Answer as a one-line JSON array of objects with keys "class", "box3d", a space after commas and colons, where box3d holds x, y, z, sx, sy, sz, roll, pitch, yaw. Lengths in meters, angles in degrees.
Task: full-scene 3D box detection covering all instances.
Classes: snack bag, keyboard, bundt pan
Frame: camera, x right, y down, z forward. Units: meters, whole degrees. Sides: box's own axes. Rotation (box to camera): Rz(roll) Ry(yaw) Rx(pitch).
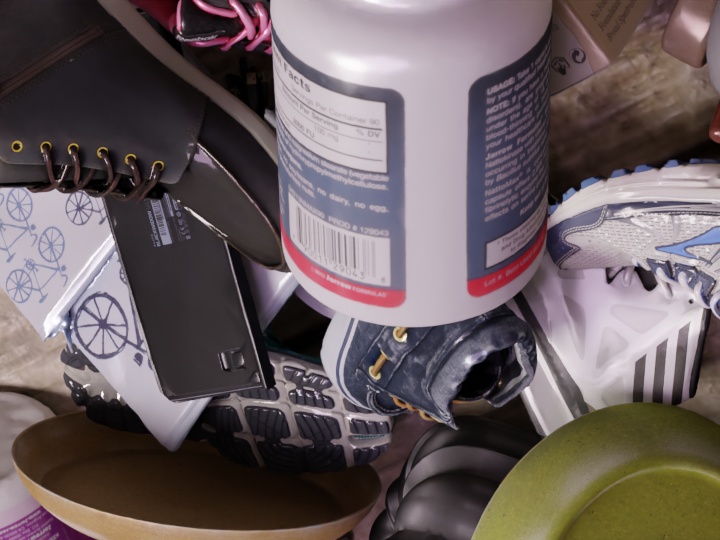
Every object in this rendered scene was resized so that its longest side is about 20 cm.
[{"class": "snack bag", "box3d": [-0.119, -0.026, 1.469, 0.200, 0.021, 0.189, 48, 123, 14]}, {"class": "keyboard", "box3d": [-0.078, -0.036, 1.419, 0.127, 0.021, 0.201, -10, 100, 39]}, {"class": "bundt pan", "box3d": [0.037, 0.162, 1.471, 0.075, 0.202, 0.202, 25, 135, -1]}]

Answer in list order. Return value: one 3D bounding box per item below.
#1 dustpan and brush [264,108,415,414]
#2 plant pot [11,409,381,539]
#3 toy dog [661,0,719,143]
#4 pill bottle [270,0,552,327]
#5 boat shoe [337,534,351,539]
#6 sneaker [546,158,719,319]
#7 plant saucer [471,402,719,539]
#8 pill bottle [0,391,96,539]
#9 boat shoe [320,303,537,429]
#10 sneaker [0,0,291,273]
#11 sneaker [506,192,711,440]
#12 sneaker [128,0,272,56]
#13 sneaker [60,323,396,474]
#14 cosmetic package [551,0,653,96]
[{"class": "dustpan and brush", "box3d": [0.000, 0.000, 1.467, 0.139, 0.057, 0.201, 21, 130, 39]}, {"class": "plant pot", "box3d": [-0.088, 0.116, 1.515, 0.199, 0.200, 0.028, 13, 106, 21]}, {"class": "toy dog", "box3d": [0.188, -0.130, 1.223, 0.131, 0.096, 0.201, 12, 131, 21]}, {"class": "pill bottle", "box3d": [0.022, -0.087, 1.194, 0.119, 0.120, 0.201, 15, 132, 18]}, {"class": "boat shoe", "box3d": [-0.032, 0.170, 1.548, 0.057, 0.200, 0.067, 16, 99, -2]}, {"class": "sneaker", "box3d": [0.168, -0.009, 1.283, 0.199, 0.077, 0.086, -8, 84, 39]}, {"class": "plant saucer", "box3d": [0.140, 0.166, 1.387, 0.200, 0.200, 0.031, 56, 161, -20]}, {"class": "pill bottle", "box3d": [-0.205, 0.181, 1.692, 0.112, 0.112, 0.201, 4, 128, 27]}, {"class": "boat shoe", "box3d": [0.033, 0.045, 1.369, 0.091, 0.071, 0.200, 58, 165, 20]}, {"class": "sneaker", "box3d": [-0.115, -0.050, 1.336, 0.200, 0.106, 0.075, 43, 151, -1]}, {"class": "sneaker", "box3d": [0.112, -0.015, 1.396, 0.115, 0.076, 0.201, -19, 110, 18]}, {"class": "sneaker", "box3d": [-0.051, -0.128, 1.364, 0.199, 0.096, 0.079, 25, 131, 8]}, {"class": "sneaker", "box3d": [-0.066, 0.050, 1.527, 0.199, 0.080, 0.078, 15, 131, 25]}, {"class": "cosmetic package", "box3d": [0.046, -0.181, 1.259, 0.073, 0.104, 0.200, -24, 113, 40]}]
